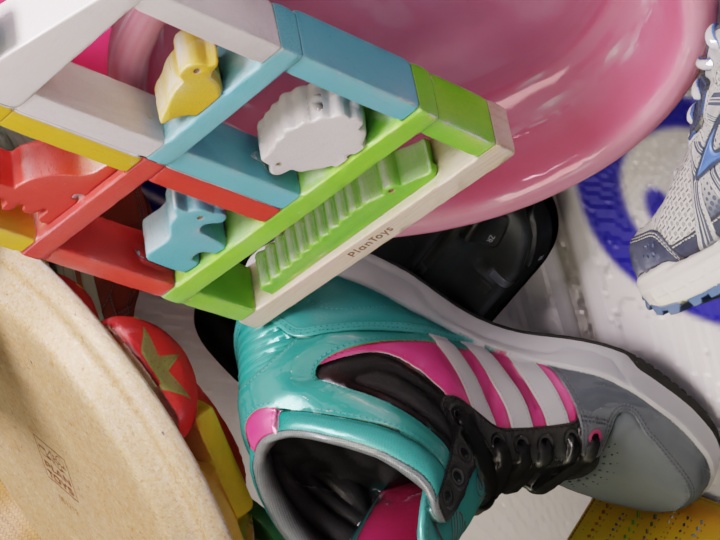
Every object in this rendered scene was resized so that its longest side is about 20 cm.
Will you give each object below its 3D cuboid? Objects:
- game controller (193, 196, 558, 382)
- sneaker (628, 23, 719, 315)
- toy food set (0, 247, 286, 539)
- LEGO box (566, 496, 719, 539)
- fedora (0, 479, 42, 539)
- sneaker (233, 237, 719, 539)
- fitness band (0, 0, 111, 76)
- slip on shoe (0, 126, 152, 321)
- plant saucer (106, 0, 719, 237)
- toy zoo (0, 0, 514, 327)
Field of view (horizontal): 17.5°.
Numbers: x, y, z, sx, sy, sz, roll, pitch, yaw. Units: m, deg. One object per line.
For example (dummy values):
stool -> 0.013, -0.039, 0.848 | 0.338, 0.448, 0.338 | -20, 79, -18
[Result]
game controller -> 0.000, 0.000, 0.926 | 0.105, 0.042, 0.200 | 50, 138, 11
sneaker -> 0.143, -0.049, 0.758 | 0.200, 0.077, 0.086 | -41, 68, 60
toy food set -> -0.100, 0.065, 0.906 | 0.199, 0.049, 0.199 | 18, 136, 54
LEGO box -> 0.087, 0.200, 0.902 | 0.077, 0.200, 0.150 | 19, 133, 21
fedora -> -0.129, 0.121, 1.053 | 0.201, 0.201, 0.082 | 44, 99, -4
sneaker -> 0.040, 0.074, 0.854 | 0.199, 0.121, 0.084 | 22, 140, -12
fitness band -> -0.070, -0.130, 0.738 | 0.037, 0.144, 0.201 | 30, 141, 12
slip on shoe -> -0.114, -0.010, 0.975 | 0.074, 0.061, 0.201 | 42, 154, 27
plant saucer -> 0.015, -0.084, 0.765 | 0.199, 0.051, 0.201 | -7, 149, -4
toy zoo -> -0.064, -0.041, 0.738 | 0.199, 0.021, 0.131 | 19, 138, -41
